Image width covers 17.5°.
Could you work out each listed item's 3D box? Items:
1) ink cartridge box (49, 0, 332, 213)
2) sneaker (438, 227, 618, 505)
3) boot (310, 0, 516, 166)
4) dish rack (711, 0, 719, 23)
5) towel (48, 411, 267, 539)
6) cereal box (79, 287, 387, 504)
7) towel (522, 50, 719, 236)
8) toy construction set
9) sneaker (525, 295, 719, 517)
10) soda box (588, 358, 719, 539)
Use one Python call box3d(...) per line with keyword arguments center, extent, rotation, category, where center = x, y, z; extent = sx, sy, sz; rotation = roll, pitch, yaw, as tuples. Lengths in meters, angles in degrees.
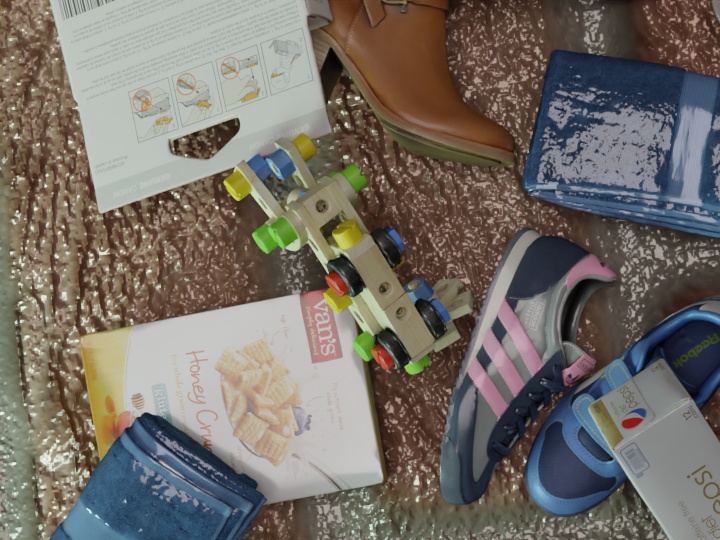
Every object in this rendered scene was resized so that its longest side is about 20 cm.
box3d(center=(-0.114, -0.151, 1.656), extent=(0.199, 0.045, 0.177), rotation=(-17, 82, 25), category="ink cartridge box")
box3d(center=(0.115, 0.074, 1.621), extent=(0.082, 0.070, 0.201), rotation=(17, 89, 22), category="sneaker")
box3d(center=(0.043, -0.169, 1.658), extent=(0.199, 0.074, 0.155), rotation=(24, 84, 6), category="boot")
box3d(center=(0.359, -0.183, 1.623), extent=(0.200, 0.044, 0.172), rotation=(37, 80, 8), category="dish rack")
box3d(center=(-0.162, 0.205, 1.631), extent=(0.111, 0.049, 0.200), rotation=(33, 103, -4), category="towel")
box3d(center=(-0.090, 0.098, 1.664), extent=(0.199, 0.040, 0.145), rotation=(-12, 85, 6), category="cereal box")
box3d(center=(0.217, -0.086, 1.632), extent=(0.199, 0.049, 0.112), rotation=(11, 86, 8), category="towel")
box3d(center=(0.000, 0.000, 1.589), extent=(0.200, 0.131, 0.092), rotation=(42, 82, -25), category="toy construction set")
box3d(center=(0.190, 0.089, 1.611), extent=(0.200, 0.082, 0.074), rotation=(-45, 83, 3), category="sneaker")
box3d(center=(0.230, 0.160, 1.560), extent=(0.064, 0.068, 0.200), rotation=(-32, 114, 3), category="soda box")
